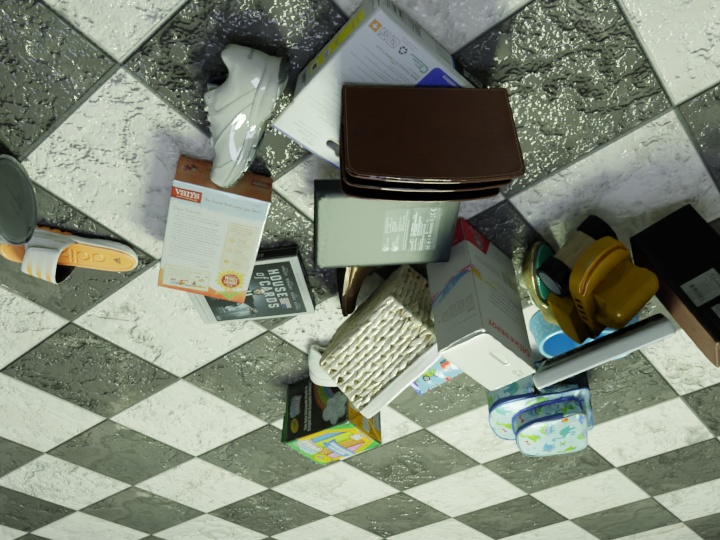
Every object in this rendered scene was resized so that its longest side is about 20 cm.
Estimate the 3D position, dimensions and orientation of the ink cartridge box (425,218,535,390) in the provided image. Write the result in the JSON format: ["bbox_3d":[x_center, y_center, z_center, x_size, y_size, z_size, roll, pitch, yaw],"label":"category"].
[{"bbox_3d":[0.172,0.049,1.040,0.085,0.204,0.147,-29,134,31],"label":"ink cartridge box"}]

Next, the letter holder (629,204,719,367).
[{"bbox_3d":[0.489,0.037,1.010,0.099,0.202,0.143,-29,139,5],"label":"letter holder"}]

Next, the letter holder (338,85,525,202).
[{"bbox_3d":[0.075,-0.123,0.808,0.194,0.145,0.102,0,143,-5],"label":"letter holder"}]

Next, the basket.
[{"bbox_3d":[0.044,0.104,1.101,0.123,0.136,0.200,43,118,-6],"label":"basket"}]

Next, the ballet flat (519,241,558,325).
[{"bbox_3d":[0.291,0.025,1.131,0.069,0.072,0.200,-21,135,23],"label":"ballet flat"}]

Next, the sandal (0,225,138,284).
[{"bbox_3d":[-0.439,-0.015,1.054,0.200,0.060,0.080,6,140,-9],"label":"sandal"}]

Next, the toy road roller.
[{"bbox_3d":[0.360,0.035,1.037,0.123,0.146,0.201,-42,133,-5],"label":"toy road roller"}]

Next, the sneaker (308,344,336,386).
[{"bbox_3d":[0.000,0.166,1.288,0.193,0.076,0.090,-2,130,2],"label":"sneaker"}]

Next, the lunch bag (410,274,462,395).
[{"bbox_3d":[0.098,0.095,1.203,0.149,0.095,0.199,-33,118,31],"label":"lunch bag"}]

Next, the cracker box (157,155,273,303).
[{"bbox_3d":[-0.208,-0.052,1.001,0.130,0.059,0.203,12,133,-13],"label":"cracker box"}]

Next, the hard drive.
[{"bbox_3d":[0.032,-0.064,0.961,0.194,0.033,0.142,-3,136,-7],"label":"hard drive"}]

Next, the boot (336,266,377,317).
[{"bbox_3d":[0.000,0.000,1.086,0.073,0.075,0.203,-5,140,-11],"label":"boot"}]

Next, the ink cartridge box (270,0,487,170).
[{"bbox_3d":[0.024,-0.201,0.858,0.195,0.048,0.198,28,134,-34],"label":"ink cartridge box"}]

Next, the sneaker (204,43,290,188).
[{"bbox_3d":[-0.152,-0.188,0.859,0.085,0.076,0.202,23,129,-11],"label":"sneaker"}]

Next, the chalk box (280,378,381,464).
[{"bbox_3d":[-0.070,0.291,1.391,0.196,0.127,0.124,-23,136,27],"label":"chalk box"}]

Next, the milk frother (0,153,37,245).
[{"bbox_3d":[-0.543,-0.070,0.875,0.182,0.204,0.183,-7,137,6],"label":"milk frother"}]

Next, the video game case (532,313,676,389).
[{"bbox_3d":[0.352,0.115,1.026,0.196,0.024,0.181,-27,172,18],"label":"video game case"}]

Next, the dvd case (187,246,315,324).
[{"bbox_3d":[-0.181,0.028,1.144,0.194,0.025,0.152,-6,140,6],"label":"dvd case"}]

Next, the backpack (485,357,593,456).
[{"bbox_3d":[0.340,0.262,1.349,0.194,0.150,0.185,-9,139,14],"label":"backpack"}]

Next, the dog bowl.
[{"bbox_3d":[0.397,0.113,1.246,0.194,0.051,0.113,3,141,-5],"label":"dog bowl"}]
